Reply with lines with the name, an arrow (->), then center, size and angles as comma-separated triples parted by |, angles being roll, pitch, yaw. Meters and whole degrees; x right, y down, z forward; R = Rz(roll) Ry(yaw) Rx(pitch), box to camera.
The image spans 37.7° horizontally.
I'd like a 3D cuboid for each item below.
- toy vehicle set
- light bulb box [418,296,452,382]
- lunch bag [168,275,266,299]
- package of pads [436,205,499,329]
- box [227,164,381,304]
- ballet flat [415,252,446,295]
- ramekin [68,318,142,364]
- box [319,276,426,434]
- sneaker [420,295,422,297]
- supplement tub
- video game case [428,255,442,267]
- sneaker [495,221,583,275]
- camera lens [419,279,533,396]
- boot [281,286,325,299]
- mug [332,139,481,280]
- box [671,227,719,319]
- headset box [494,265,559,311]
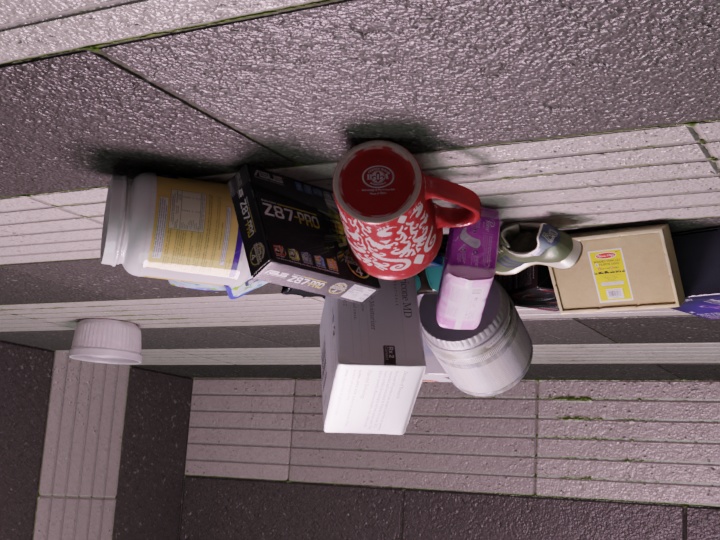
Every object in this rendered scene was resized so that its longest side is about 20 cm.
toy vehicle set -> 0.386, 0.000, 1.615 | 0.200, 0.124, 0.027 | -5, -164, 39
light bulb box -> 0.182, 0.108, 1.999 | 0.198, 0.200, 0.125 | -3, 168, 25
lunch bag -> -0.205, -0.027, 1.639 | 0.200, 0.128, 0.170 | 4, 169, -4
package of pads -> 0.161, 0.001, 1.585 | 0.076, 0.121, 0.200 | 8, 155, 3
box -> -0.075, -0.046, 1.426 | 0.200, 0.161, 0.049 | 15, 135, -41
ballet flat -> 0.101, 0.008, 1.731 | 0.200, 0.073, 0.073 | -15, 169, -4
ramekin -> -0.704, 0.198, 2.931 | 0.200, 0.105, 0.200 | 3, 169, 1
box -> 0.013, 0.119, 1.618 | 0.131, 0.199, 0.200 | 2, 140, -9
sneaker -> 0.137, 0.027, 1.863 | 0.080, 0.089, 0.200 | -17, 168, 1
supplement tub -> -0.252, -0.058, 1.463 | 0.200, 0.146, 0.145 | 8, 168, -17
video game case -> 0.018, -0.024, 1.609 | 0.143, 0.018, 0.200 | -5, 169, 32
sneaker -> 0.241, -0.042, 1.622 | 0.090, 0.067, 0.200 | 31, 161, -32
camera lens -> 0.198, 0.109, 1.798 | 0.160, 0.160, 0.200 | -2, 146, 25
boot -> -0.055, 0.018, 1.972 | 0.162, 0.073, 0.198 | 10, 167, -16
mug -> 0.050, -0.091, 1.339 | 0.177, 0.133, 0.200 | -33, 162, -2
box -> 0.559, 0.008, 1.646 | 0.200, 0.104, 0.148 | 13, 166, -39
headset box -> 0.320, 0.019, 1.835 | 0.149, 0.075, 0.200 | 9, 167, -21
